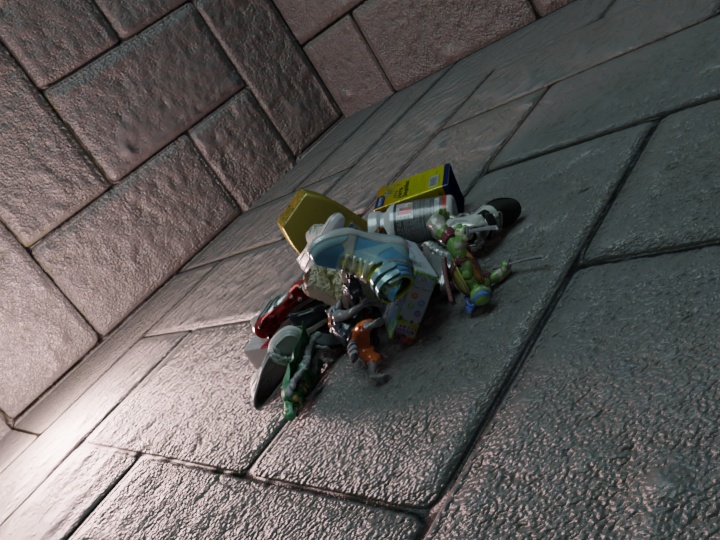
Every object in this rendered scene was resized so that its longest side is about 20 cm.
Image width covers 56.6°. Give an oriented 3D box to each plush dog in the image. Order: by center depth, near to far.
[{"bbox_3d":[0.000,0.000,1.384,0.198,0.160,0.174,-27,26,44],"label":"plush dog"}]

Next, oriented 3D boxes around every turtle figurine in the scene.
[{"bbox_3d":[0.217,-0.044,1.222,0.141,0.203,0.195,-1,38,-28],"label":"turtle figurine"}]

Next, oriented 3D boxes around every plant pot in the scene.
[{"bbox_3d":[-0.118,-0.116,1.846,0.196,0.198,0.195,-54,20,1],"label":"plant pot"}]

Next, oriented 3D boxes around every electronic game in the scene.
[{"bbox_3d":[-0.021,0.101,1.463,0.196,0.042,0.201,-21,26,11],"label":"electronic game"}]

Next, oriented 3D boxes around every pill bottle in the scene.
[{"bbox_3d":[0.121,-0.098,1.506,0.195,0.118,0.117,-8,27,15],"label":"pill bottle"}]

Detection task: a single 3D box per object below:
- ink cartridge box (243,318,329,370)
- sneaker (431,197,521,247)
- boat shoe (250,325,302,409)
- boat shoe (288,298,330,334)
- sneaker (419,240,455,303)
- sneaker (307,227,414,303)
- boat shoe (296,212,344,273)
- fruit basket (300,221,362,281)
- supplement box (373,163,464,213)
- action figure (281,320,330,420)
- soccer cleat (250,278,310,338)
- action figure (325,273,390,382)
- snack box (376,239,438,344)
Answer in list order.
[{"bbox_3d":[-0.158,0.143,1.557,0.145,0.087,0.201,-15,26,41],"label":"ink cartridge box"},{"bbox_3d":[0.251,-0.087,1.382,0.195,0.075,0.089,-20,29,-3],"label":"sneaker"},{"bbox_3d":[-0.175,0.204,1.405,0.204,0.073,0.065,-55,22,24],"label":"boat shoe"},{"bbox_3d":[-0.070,0.062,1.459,0.198,0.063,0.075,-33,26,-15],"label":"boat shoe"},{"bbox_3d":[0.140,0.007,1.379,0.115,0.076,0.199,-41,20,-9],"label":"sneaker"},{"bbox_3d":[0.008,-0.003,1.179,0.195,0.081,0.132,0,45,-17],"label":"sneaker"},{"bbox_3d":[-0.104,-0.076,1.622,0.071,0.070,0.201,-35,-17,-45],"label":"boat shoe"},{"bbox_3d":[-0.046,-0.021,1.613,0.186,0.094,0.200,-48,-14,4],"label":"fruit basket"},{"bbox_3d":[0.146,-0.163,1.646,0.196,0.110,0.111,-17,32,22],"label":"supplement box"},{"bbox_3d":[-0.112,0.214,1.319,0.053,0.119,0.202,-10,38,27],"label":"action figure"},{"bbox_3d":[-0.166,0.074,1.508,0.199,0.069,0.085,-41,29,-12],"label":"soccer cleat"},{"bbox_3d":[-0.017,0.095,1.248,0.103,0.204,0.193,-26,24,-17],"label":"action figure"},{"bbox_3d":[0.085,0.034,1.318,0.201,0.052,0.145,-111,37,-68],"label":"snack box"}]
